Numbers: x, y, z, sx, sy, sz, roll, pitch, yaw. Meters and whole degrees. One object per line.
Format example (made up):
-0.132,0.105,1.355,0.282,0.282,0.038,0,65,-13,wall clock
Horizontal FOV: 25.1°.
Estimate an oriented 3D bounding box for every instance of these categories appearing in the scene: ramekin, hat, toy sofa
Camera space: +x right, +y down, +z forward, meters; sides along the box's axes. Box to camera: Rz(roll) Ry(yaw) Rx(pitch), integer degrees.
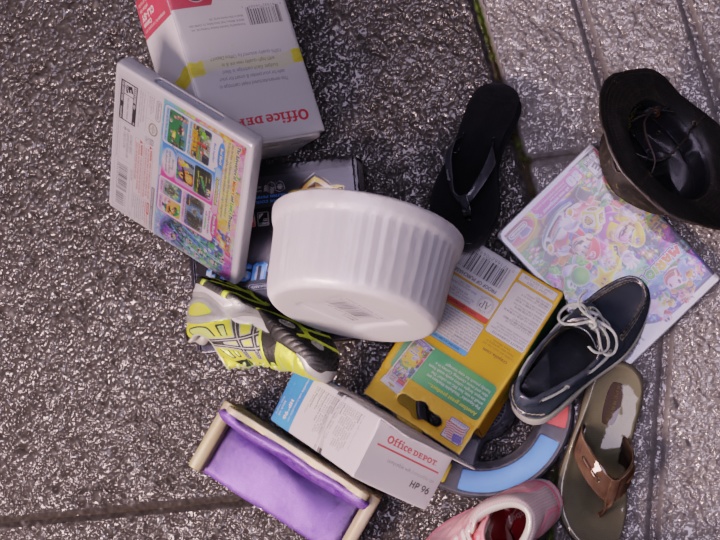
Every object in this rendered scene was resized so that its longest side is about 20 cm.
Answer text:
0.000,0.000,1.626,0.198,0.201,0.099,7,72,10,ramekin
0.305,-0.109,1.688,0.202,0.200,0.081,56,134,9,hat
-0.080,0.225,1.726,0.199,0.098,0.083,31,90,9,toy sofa

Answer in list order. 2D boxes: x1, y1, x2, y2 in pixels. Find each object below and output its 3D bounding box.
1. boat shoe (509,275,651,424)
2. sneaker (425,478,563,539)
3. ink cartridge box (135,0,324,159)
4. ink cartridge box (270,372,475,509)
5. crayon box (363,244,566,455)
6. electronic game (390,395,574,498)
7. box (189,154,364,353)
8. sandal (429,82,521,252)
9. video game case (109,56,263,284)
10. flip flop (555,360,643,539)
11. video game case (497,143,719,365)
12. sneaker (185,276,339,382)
0.228,0.073,1.668,0.200,0.062,0.075,-39,68,-13,boat shoe
0.115,0.287,1.670,0.200,0.104,0.076,-38,80,20,sneaker
-0.142,-0.220,1.746,0.144,0.083,0.202,-12,81,-33,ink cartridge box
0.011,0.177,1.655,0.199,0.116,0.068,27,88,52,ink cartridge box
0.110,0.081,1.691,0.125,0.052,0.201,31,81,18,crayon box
0.130,0.142,1.726,0.198,0.042,0.203,-1,85,10,electronic game
-0.088,-0.015,1.773,0.198,0.050,0.201,-5,84,10,box
0.118,-0.115,1.716,0.075,0.043,0.202,6,66,19,sandal
-0.187,-0.103,1.698,0.181,0.201,0.024,31,47,19,video game case
0.257,0.194,1.683,0.080,0.058,0.202,14,89,-10,flip flop
0.264,-0.014,1.729,0.143,0.018,0.200,-43,81,3,video game case
-0.103,0.076,1.699,0.199,0.075,0.077,28,102,35,sneaker
